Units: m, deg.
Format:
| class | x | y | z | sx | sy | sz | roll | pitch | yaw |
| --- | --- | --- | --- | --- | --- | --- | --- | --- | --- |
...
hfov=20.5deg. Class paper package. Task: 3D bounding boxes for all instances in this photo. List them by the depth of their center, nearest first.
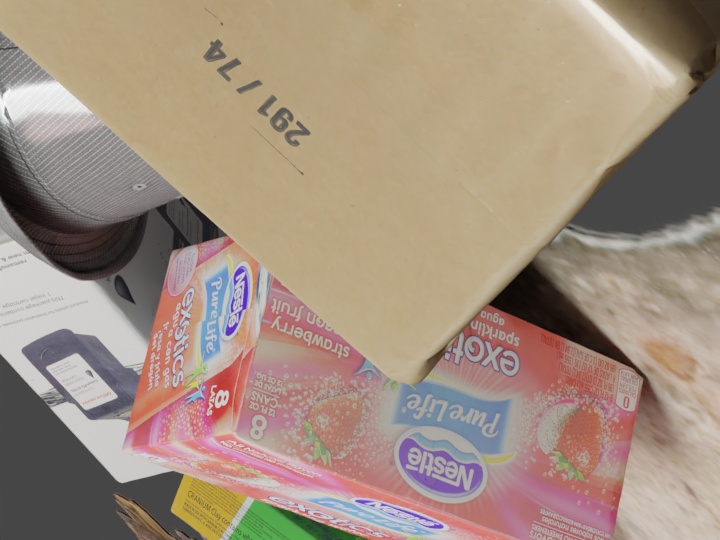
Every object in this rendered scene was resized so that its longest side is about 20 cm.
| class | x | y | z | sx | sy | sz | roll | pitch | yaw |
| --- | --- | --- | --- | --- | --- | --- | --- | --- | --- |
| paper package | 0.000 | -0.097 | 0.544 | 0.200 | 0.104 | 0.191 | 42 | 145 | 1 |

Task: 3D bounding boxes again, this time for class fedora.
| class | x | y | z | sx | sy | sz | roll | pitch | yaw |
| --- | --- | --- | --- | --- | --- | --- | --- | --- | --- |
| fedora | -0.093 | -0.087 | 0.835 | 0.090 | 0.179 | 0.200 | -4 | 169 | 21 |

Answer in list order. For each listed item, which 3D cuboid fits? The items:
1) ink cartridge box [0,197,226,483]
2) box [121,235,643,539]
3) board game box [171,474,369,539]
| class | x | y | z | sx | sy | sz | roll | pitch | yaw |
| --- | --- | --- | --- | --- | --- | --- | --- | --- | --- |
| ink cartridge box | -0.139 | -0.002 | 1.095 | 0.084 | 0.146 | 0.200 | -15 | 135 | 21 |
| box | 0.013 | 0.061 | 0.865 | 0.199 | 0.095 | 0.102 | 23 | 160 | -30 |
| board game box | 0.016 | 0.141 | 1.104 | 0.153 | 0.041 | 0.199 | 32 | -159 | 29 |
